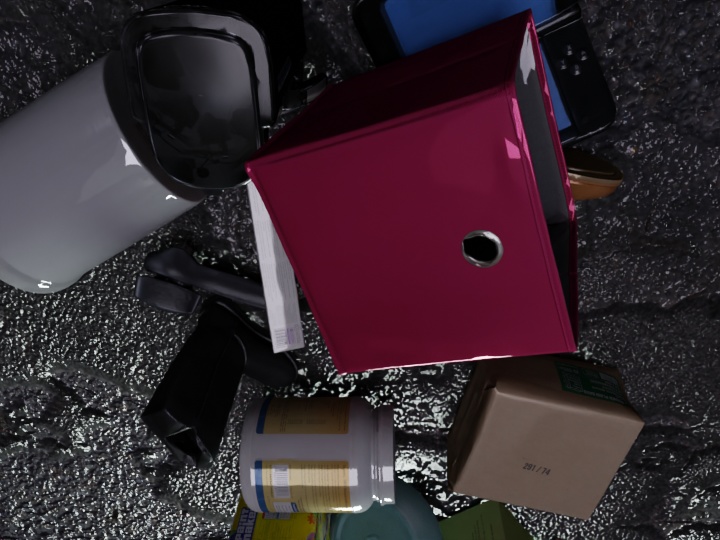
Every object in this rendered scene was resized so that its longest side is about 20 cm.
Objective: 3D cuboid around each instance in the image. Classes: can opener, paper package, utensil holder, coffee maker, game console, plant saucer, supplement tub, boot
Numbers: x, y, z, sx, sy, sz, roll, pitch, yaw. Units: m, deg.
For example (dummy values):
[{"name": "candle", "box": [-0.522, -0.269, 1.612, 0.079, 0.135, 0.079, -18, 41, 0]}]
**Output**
[{"name": "can opener", "box": [-0.169, 0.019, 0.727, 0.194, 0.063, 0.081, 13, 94, -16]}, {"name": "paper package", "box": [0.230, 0.210, 0.783, 0.194, 0.104, 0.195, 12, 121, -3]}, {"name": "utensil holder", "box": [-0.274, -0.098, 0.603, 0.196, 0.171, 0.172, -25, 116, 14]}, {"name": "coffee maker", "box": [-0.122, -0.196, 0.513, 0.131, 0.202, 0.196, -18, 118, 13]}, {"name": "game console", "box": [0.116, -0.186, 0.546, 0.195, 0.116, 0.181, -21, 83, 16]}, {"name": "plant saucer", "box": [0.028, 0.406, 0.878, 0.195, 0.036, 0.207, -2, 86, 29]}, {"name": "supplement tub", "box": [-0.051, 0.244, 0.795, 0.193, 0.146, 0.149, -1, 121, 5]}, {"name": "boot", "box": [0.174, -0.047, 0.650, 0.193, 0.077, 0.160, -1, 119, 7]}, {"name": "boot", "box": [-0.154, 0.145, 0.712, 0.164, 0.202, 0.065, 41, 115, -19]}]

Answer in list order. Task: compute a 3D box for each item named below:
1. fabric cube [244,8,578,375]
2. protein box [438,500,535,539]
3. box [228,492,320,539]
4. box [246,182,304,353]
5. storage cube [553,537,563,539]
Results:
[{"name": "fabric cube", "box": [0.060, -0.061, 0.488, 0.194, 0.202, 0.200, -9, 119, 25]}, {"name": "protein box", "box": [0.167, 0.496, 0.895, 0.197, 0.201, 0.135, -32, 117, 20]}, {"name": "box", "box": [-0.111, 0.410, 0.863, 0.118, 0.202, 0.198, 0, 120, 3]}, {"name": "box", "box": [-0.097, -0.009, 0.681, 0.040, 0.039, 0.207, -10, 106, -10]}, {"name": "storage cube", "box": [0.334, 0.576, 0.949, 0.178, 0.173, 0.201, 33, 118, -14]}]
